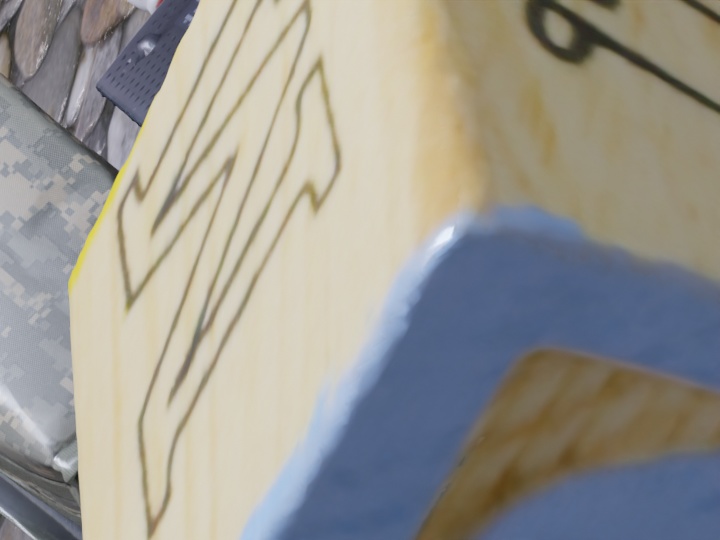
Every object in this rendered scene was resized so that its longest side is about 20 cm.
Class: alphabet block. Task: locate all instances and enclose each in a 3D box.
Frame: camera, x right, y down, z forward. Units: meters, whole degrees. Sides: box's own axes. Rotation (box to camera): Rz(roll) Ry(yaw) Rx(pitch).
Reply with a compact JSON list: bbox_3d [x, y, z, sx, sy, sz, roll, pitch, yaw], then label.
[{"bbox_3d":[0.051,0.023,0.697,0.197,0.195,0.200,-60,25,32],"label":"alphabet block"}]

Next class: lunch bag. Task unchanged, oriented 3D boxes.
[{"bbox_3d":[-0.121,0.027,1.121,0.118,0.164,0.200,-47,-18,-12],"label":"lunch bag"}]

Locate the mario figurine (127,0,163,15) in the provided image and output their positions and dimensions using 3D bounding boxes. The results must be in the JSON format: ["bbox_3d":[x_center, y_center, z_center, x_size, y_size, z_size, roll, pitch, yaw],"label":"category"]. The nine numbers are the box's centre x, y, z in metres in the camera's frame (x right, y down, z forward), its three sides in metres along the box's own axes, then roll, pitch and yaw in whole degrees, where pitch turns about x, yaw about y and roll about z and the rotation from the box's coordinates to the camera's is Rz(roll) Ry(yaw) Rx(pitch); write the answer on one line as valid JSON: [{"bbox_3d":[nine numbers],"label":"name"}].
[{"bbox_3d":[-0.078,-0.110,1.276,0.123,0.106,0.200,-5,75,33],"label":"mario figurine"}]

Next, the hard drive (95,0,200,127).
[{"bbox_3d":[-0.013,-0.125,1.118,0.200,0.042,0.135,-50,21,-1],"label":"hard drive"}]
